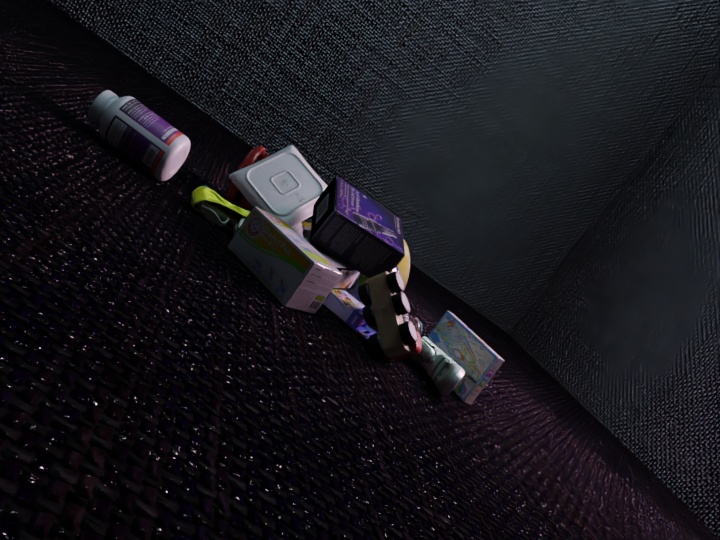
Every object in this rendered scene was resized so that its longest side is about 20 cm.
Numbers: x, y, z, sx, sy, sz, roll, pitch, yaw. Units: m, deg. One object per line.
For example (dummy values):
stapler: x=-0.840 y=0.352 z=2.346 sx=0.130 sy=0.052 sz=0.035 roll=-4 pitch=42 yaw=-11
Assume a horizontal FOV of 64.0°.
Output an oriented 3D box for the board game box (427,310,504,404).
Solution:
board game box: x=0.243 y=0.211 z=1.426 sx=0.034 sy=0.135 sz=0.200 roll=28 pitch=12 yaw=-43

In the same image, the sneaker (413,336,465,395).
sneaker: x=0.161 y=0.208 z=1.295 sx=0.118 sy=0.074 sz=0.200 roll=43 pitch=-2 yaw=-4

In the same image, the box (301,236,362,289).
box: x=-0.078 y=-0.015 z=1.310 sx=0.116 sy=0.061 sz=0.200 roll=38 pitch=10 yaw=18

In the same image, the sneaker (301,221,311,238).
sneaker: x=-0.144 y=-0.072 z=1.547 sx=0.073 sy=0.086 sz=0.200 roll=11 pitch=-12 yaw=-4

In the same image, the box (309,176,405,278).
box: x=-0.006 y=-0.091 z=1.306 sx=0.198 sy=0.104 sz=0.149 roll=30 pitch=33 yaw=-23

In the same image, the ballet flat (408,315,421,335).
ballet flat: x=0.109 y=0.146 z=1.440 sx=0.070 sy=0.071 sz=0.200 roll=4 pitch=-7 yaw=0

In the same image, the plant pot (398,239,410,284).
plant pot: x=0.033 y=-0.015 z=1.698 sx=0.140 sy=0.203 sz=0.200 roll=7 pitch=22 yaw=-29

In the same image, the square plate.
square plate: x=-0.181 y=-0.204 z=1.384 sx=0.199 sy=0.199 sz=0.029 roll=49 pitch=-30 yaw=14

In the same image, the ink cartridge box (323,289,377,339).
ink cartridge box: x=-0.041 y=0.075 z=1.313 sx=0.199 sy=0.042 sz=0.119 roll=41 pitch=9 yaw=13

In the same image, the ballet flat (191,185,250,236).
ballet flat: x=-0.284 y=-0.111 z=1.265 sx=0.198 sy=0.067 sz=0.068 roll=32 pitch=30 yaw=-23

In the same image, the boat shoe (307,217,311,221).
boat shoe: x=-0.058 y=-0.138 z=1.624 sx=0.093 sy=0.196 sz=0.076 roll=83 pitch=-4 yaw=-61

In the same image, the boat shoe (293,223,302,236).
boat shoe: x=-0.168 y=-0.060 z=1.383 sx=0.071 sy=0.070 sz=0.201 roll=44 pitch=22 yaw=-10

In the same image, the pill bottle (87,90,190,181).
pill bottle: x=-0.474 y=-0.292 z=1.235 sx=0.199 sy=0.113 sz=0.113 roll=36 pitch=8 yaw=-7

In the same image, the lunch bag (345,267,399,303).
lunch bag: x=0.000 y=0.000 z=1.467 sx=0.082 sy=0.162 sz=0.200 roll=28 pitch=11 yaw=-44

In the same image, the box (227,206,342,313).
box: x=-0.152 y=-0.021 z=1.141 sx=0.200 sy=0.102 sz=0.112 roll=42 pitch=9 yaw=29

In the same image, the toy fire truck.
toy fire truck: x=0.074 y=0.120 z=1.275 sx=0.200 sy=0.127 sz=0.179 roll=36 pitch=36 yaw=-57

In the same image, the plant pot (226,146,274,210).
plant pot: x=-0.236 y=-0.209 z=1.498 sx=0.181 sy=0.202 sz=0.201 roll=30 pitch=9 yaw=-8
